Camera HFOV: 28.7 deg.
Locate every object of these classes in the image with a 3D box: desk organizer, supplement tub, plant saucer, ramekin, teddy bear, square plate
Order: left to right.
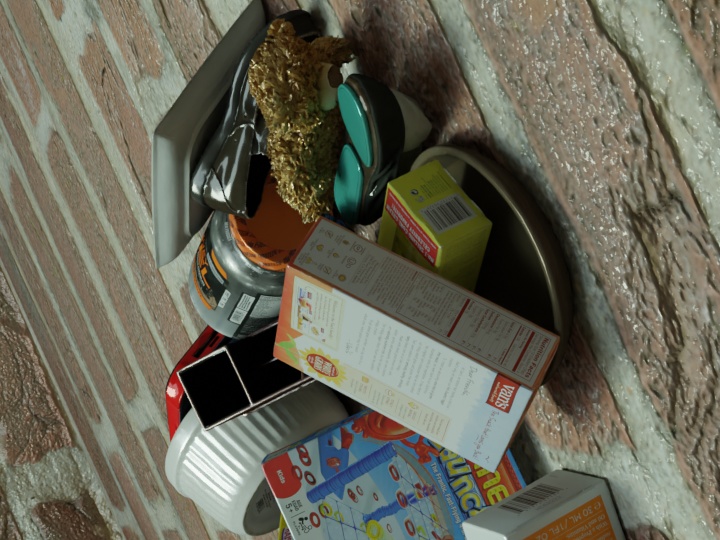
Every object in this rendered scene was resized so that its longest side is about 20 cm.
[{"bbox_3d":[-0.136,-0.124,1.317,0.028,0.199,0.200,23,145,10],"label":"square plate"},{"bbox_3d":[-0.096,-0.016,1.378,0.123,0.122,0.200,61,156,11],"label":"supplement tub"},{"bbox_3d":[-0.100,0.190,1.504,0.105,0.200,0.201,41,149,24],"label":"ramekin"},{"bbox_3d":[-0.073,0.080,1.342,0.200,0.077,0.072,-29,85,29],"label":"desk organizer"},{"bbox_3d":[-0.036,-0.119,1.155,0.066,0.145,0.201,18,141,18],"label":"teddy bear"},{"bbox_3d":[0.100,-0.005,1.078,0.200,0.029,0.201,47,150,38],"label":"plant saucer"}]

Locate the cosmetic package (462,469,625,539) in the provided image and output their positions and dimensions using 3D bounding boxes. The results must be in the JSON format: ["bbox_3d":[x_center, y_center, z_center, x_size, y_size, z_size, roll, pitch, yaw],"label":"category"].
[{"bbox_3d":[0.167,0.271,1.106,0.071,0.101,0.201,0,113,65],"label":"cosmetic package"}]

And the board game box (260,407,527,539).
[{"bbox_3d":[0.046,0.208,1.183,0.056,0.195,0.201,16,-131,-87],"label":"board game box"}]

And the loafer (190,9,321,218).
[{"bbox_3d":[-0.078,-0.132,1.236,0.071,0.073,0.201,34,115,19],"label":"loafer"}]

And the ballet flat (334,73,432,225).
[{"bbox_3d":[0.016,-0.103,1.108,0.068,0.068,0.200,63,167,18],"label":"ballet flat"}]

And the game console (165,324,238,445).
[{"bbox_3d":[-0.144,0.105,1.526,0.031,0.200,0.177,25,145,17],"label":"game console"}]

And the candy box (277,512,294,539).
[{"bbox_3d":[-0.040,0.259,1.258,0.200,0.026,0.103,-88,-26,-63],"label":"candy box"}]

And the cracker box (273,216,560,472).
[{"bbox_3d":[0.037,0.057,1.055,0.199,0.058,0.134,28,147,9],"label":"cracker box"}]

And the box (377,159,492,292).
[{"bbox_3d":[0.049,0.009,1.102,0.075,0.050,0.200,52,154,26],"label":"box"}]

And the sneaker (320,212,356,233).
[{"bbox_3d":[0.000,0.000,1.192,0.200,0.078,0.076,37,-116,-80],"label":"sneaker"}]
